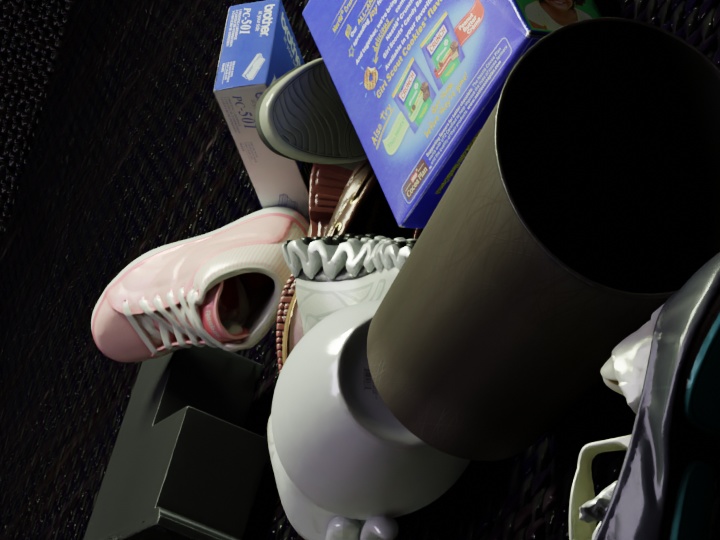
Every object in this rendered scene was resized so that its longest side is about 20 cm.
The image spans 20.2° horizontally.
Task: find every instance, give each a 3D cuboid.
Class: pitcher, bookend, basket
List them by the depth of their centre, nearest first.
[{"bbox_3d":[0.090,0.000,1.014,0.181,0.136,0.200,-58,1,-43],"label":"basket"},{"bbox_3d":[0.005,0.118,1.194,0.200,0.120,0.173,123,142,-65],"label":"pitcher"},{"bbox_3d":[-0.123,0.137,1.577,0.199,0.092,0.201,-33,37,60],"label":"bookend"}]

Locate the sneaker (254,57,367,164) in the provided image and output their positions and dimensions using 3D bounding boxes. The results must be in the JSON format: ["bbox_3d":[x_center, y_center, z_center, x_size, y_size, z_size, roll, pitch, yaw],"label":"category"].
[{"bbox_3d":[-0.027,-0.111,1.433,0.106,0.200,0.075,-12,97,40],"label":"sneaker"}]

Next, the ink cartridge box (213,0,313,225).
[{"bbox_3d":[-0.057,-0.099,1.541,0.201,0.044,0.094,68,-159,-46],"label":"ink cartridge box"}]

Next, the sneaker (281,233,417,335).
[{"bbox_3d":[0.025,0.018,1.283,0.199,0.075,0.082,1,93,55],"label":"sneaker"}]

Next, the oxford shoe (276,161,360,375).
[{"bbox_3d":[-0.014,0.009,1.478,0.075,0.070,0.201,76,-154,-69],"label":"oxford shoe"}]

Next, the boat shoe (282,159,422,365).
[{"bbox_3d":[0.000,0.000,1.396,0.070,0.070,0.201,-36,36,63],"label":"boat shoe"}]

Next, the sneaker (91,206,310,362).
[{"bbox_3d":[-0.128,0.027,1.519,0.199,0.076,0.105,-27,22,20],"label":"sneaker"}]

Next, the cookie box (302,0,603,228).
[{"bbox_3d":[0.058,-0.154,1.285,0.171,0.075,0.201,-55,44,37],"label":"cookie box"}]

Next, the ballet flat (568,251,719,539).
[{"bbox_3d":[0.130,0.071,0.883,0.073,0.073,0.201,171,117,-71],"label":"ballet flat"}]
